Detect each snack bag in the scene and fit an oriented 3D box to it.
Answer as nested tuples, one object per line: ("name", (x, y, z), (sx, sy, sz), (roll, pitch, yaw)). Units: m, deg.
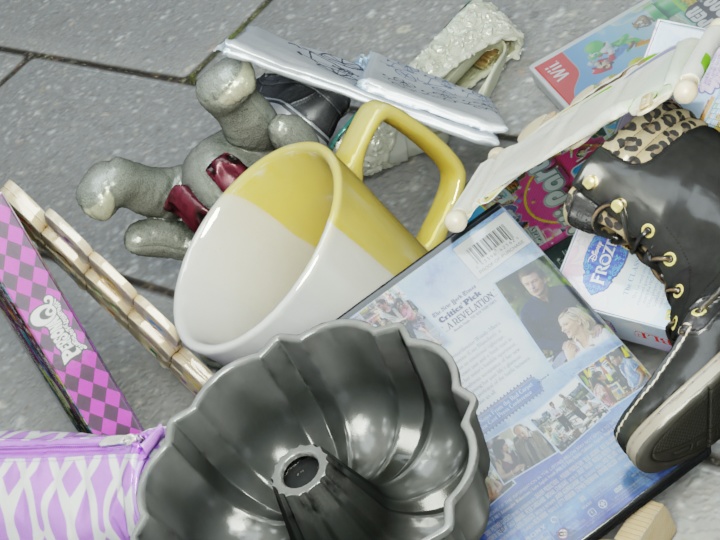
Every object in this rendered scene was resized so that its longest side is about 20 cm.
("snack bag", (0.004, -0.135, 1.294), (0.199, 0.021, 0.189), (19, 12, -1))

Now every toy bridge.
("toy bridge", (0.088, 0.145, 1.083), (0.200, 0.027, 0.067), (13, 54, 43))

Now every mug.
("mug", (-0.002, 0.008, 1.179), (0.187, 0.153, 0.150), (-45, 33, 17))

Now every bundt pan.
("bundt pan", (-0.017, 0.127, 0.993), (0.201, 0.076, 0.202), (-17, 44, 17))

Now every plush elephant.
("plush elephant", (-0.078, -0.020, 1.310), (0.164, 0.200, 0.155), (-34, 56, 16))

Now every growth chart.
("growth chart", (0.132, -0.088, 1.094), (0.200, 0.018, 0.145), (-30, 11, 35))

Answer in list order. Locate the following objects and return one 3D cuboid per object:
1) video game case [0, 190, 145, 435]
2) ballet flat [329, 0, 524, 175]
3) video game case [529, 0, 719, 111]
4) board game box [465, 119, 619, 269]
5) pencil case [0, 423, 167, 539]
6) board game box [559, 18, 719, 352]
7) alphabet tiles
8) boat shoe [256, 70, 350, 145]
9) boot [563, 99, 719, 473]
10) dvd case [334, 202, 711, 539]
("video game case", (-0.224, 0.025, 1.267), (0.036, 0.200, 0.181), (-32, 19, -12))
("ballet flat", (0.056, -0.134, 1.426), (0.072, 0.072, 0.200), (18, 58, 46))
("video game case", (0.238, -0.166, 1.375), (0.200, 0.017, 0.143), (-30, 35, -1))
("board game box", (0.172, -0.042, 1.210), (0.200, 0.064, 0.148), (-32, 39, 3))
("pencil case", (-0.189, 0.137, 1.177), (0.199, 0.086, 0.084), (-6, 42, 31))
("board game box", (0.239, -0.039, 1.101), (0.199, 0.041, 0.201), (16, 72, 25))
("alphabet tiles", (-0.169, 0.018, 1.263), (0.015, 0.200, 0.196), (-47, 0, -10))
("boat shoe", (-0.052, -0.131, 1.444), (0.068, 0.072, 0.200), (-51, 14, -3))
("boot", (0.175, 0.002, 1.038), (0.150, 0.073, 0.200), (38, 79, 28))
("dvd case", (0.083, 0.071, 1.065), (0.143, 0.018, 0.200), (-36, 64, -7))
